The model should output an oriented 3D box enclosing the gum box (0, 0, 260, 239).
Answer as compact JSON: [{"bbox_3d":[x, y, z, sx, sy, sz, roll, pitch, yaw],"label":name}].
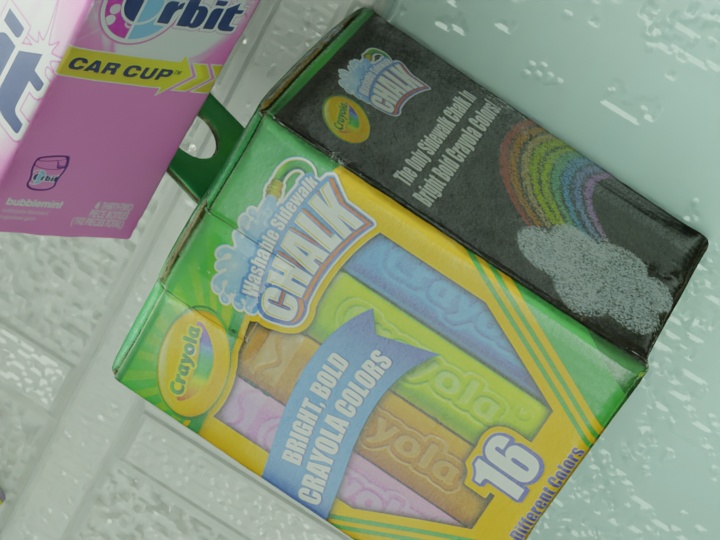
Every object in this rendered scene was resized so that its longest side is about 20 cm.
[{"bbox_3d":[-0.123,-0.119,0.846,0.200,0.066,0.114,53,124,35],"label":"gum box"}]

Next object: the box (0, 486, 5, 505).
[{"bbox_3d":[-0.280,0.070,1.011,0.199,0.097,0.177,-21,104,24],"label":"box"}]

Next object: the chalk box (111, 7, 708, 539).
[{"bbox_3d":[0.000,0.000,0.875,0.199,0.124,0.124,33,118,3],"label":"chalk box"}]
